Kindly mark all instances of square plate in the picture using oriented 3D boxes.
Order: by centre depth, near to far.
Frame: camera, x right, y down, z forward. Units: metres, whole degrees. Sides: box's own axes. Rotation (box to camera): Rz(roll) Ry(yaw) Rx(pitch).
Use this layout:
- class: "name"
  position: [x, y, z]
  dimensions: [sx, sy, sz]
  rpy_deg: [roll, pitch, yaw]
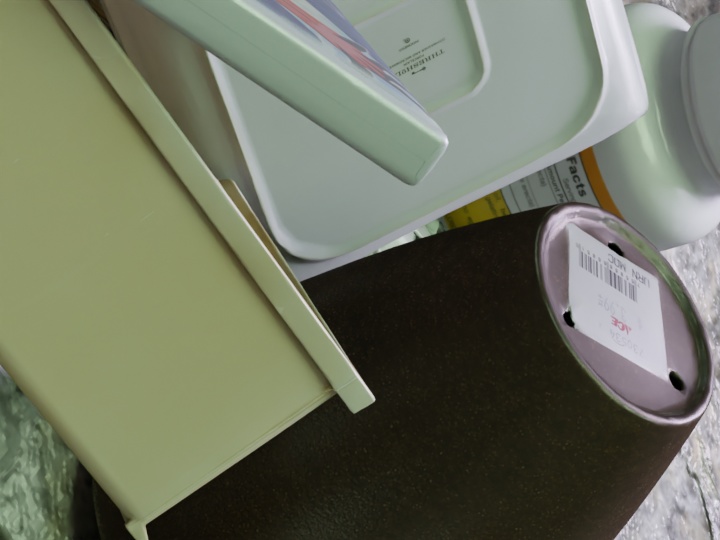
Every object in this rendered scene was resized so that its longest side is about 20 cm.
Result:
- class: "square plate"
  position: [0.013, -0.087, 1.042]
  dimensions: [0.028, 0.199, 0.199]
  rpy_deg: [55, -12, 46]

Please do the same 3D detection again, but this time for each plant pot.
- class: "plant pot"
  position: [0.031, 0.063, 1.025]
  dimensions: [0.187, 0.200, 0.187]
  rpy_deg: [30, 41, -29]

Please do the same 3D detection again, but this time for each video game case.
- class: "video game case"
  position: [-0.076, -0.116, 0.856]
  dimensions: [0.200, 0.023, 0.182]
  rpy_deg: [33, 11, -28]

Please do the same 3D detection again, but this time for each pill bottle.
- class: "pill bottle"
  position: [0.102, -0.058, 1.223]
  dimensions: [0.111, 0.199, 0.112]
  rpy_deg: [26, 58, -51]

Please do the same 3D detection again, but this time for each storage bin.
- class: "storage bin"
  position: [-0.110, -0.043, 0.910]
  dimensions: [0.200, 0.094, 0.199]
  rpy_deg: [54, 1, -31]

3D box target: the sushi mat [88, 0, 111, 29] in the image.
- class: "sushi mat"
  position: [-0.094, -0.107, 1.049]
  dimensions: [0.200, 0.096, 0.012]
  rpy_deg: [41, 76, -42]

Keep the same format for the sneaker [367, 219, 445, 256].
- class: "sneaker"
  position: [0.000, 0.000, 1.171]
  dimensions: [0.088, 0.074, 0.201]
  rpy_deg: [-30, 94, -56]
